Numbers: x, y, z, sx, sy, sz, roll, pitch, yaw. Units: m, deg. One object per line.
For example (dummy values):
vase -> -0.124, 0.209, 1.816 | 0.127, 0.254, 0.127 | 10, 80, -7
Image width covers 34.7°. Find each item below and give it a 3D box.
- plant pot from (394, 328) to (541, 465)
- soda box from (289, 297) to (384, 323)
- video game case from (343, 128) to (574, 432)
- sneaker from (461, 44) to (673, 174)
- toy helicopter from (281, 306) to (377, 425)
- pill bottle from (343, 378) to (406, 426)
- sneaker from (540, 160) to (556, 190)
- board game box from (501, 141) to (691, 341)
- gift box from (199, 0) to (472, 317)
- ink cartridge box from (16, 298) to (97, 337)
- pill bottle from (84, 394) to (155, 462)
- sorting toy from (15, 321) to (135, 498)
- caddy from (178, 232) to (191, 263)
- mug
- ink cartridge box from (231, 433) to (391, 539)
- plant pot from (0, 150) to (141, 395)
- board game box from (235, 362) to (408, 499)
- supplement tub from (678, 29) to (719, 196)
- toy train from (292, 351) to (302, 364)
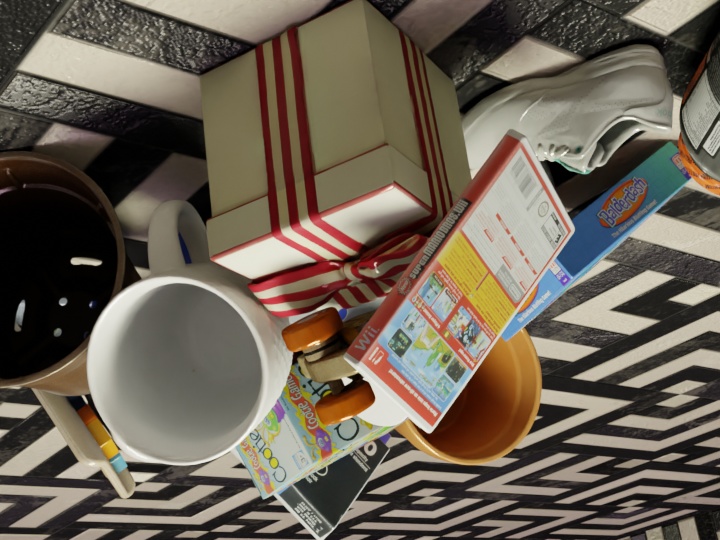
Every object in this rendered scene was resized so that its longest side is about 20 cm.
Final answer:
plant pot -> 0.105, 0.138, 1.426 | 0.198, 0.203, 0.140 | 2, 171, -22
soda box -> 0.000, 0.000, 1.142 | 0.063, 0.069, 0.200 | 40, 125, -15
video game case -> 0.079, 0.013, 0.851 | 0.017, 0.201, 0.143 | 31, 171, 35
sneaker -> 0.168, -0.116, 0.979 | 0.198, 0.089, 0.075 | -21, 155, 28
toy helicopter -> 0.011, 0.050, 0.937 | 0.131, 0.080, 0.200 | -25, -176, -1
pill bottle -> 0.057, 0.069, 1.178 | 0.108, 0.109, 0.200 | -29, -169, 39
sneaker -> 0.141, -0.051, 1.129 | 0.076, 0.076, 0.200 | -8, 155, -11
board game box -> 0.221, -0.028, 1.123 | 0.199, 0.045, 0.152 | -36, 170, -30
gift box -> 0.001, -0.070, 0.906 | 0.183, 0.189, 0.199 | -22, 152, 30
ink cartridge box -> -0.358, 0.044, 1.230 | 0.198, 0.042, 0.119 | -1, 156, -19
pill bottle -> -0.245, 0.129, 1.277 | 0.111, 0.114, 0.200 | 4, -170, -26
sorting toy -> -0.306, 0.148, 1.239 | 0.036, 0.186, 0.200 | -35, 164, -11
caddy -> -0.134, 0.051, 1.135 | 0.104, 0.202, 0.142 | 7, 160, 5
mug -> -0.133, 0.040, 0.958 | 0.146, 0.202, 0.175 | -13, -175, 10
ink cartridge box -> -0.061, 0.173, 1.329 | 0.043, 0.198, 0.200 | -42, -176, 39
plant pot -> -0.282, 0.022, 1.037 | 0.198, 0.203, 0.198 | -9, 164, 2
board game box -> -0.035, 0.149, 1.255 | 0.199, 0.106, 0.103 | -21, 166, -46
supplement tub -> 0.331, -0.145, 0.922 | 0.121, 0.124, 0.200 | -6, 157, -5
toy train -> -0.062, 0.023, 1.248 | 0.115, 0.085, 0.200 | 28, 133, -28
